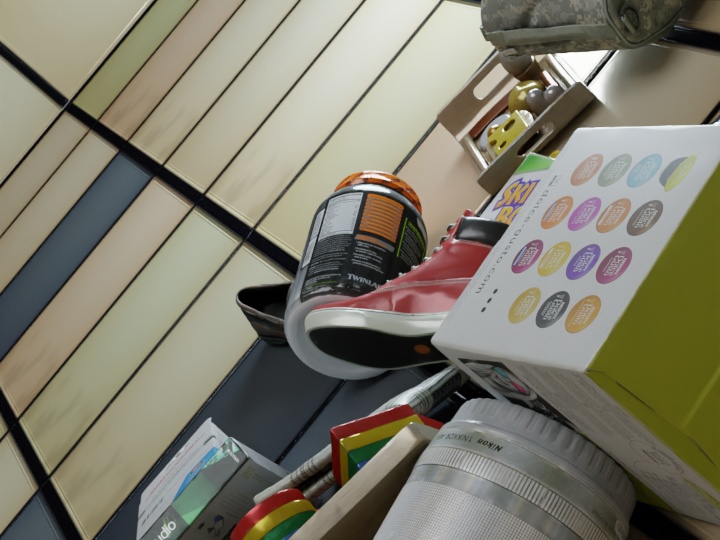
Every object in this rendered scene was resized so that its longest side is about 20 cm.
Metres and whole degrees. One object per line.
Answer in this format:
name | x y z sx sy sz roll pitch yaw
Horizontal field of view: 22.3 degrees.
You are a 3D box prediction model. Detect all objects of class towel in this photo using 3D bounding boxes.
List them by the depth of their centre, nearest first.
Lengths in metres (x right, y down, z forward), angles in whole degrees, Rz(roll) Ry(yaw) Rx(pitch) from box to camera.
towel | -0.002 0.150 1.590 0.200 0.035 0.192 -40 -5 23

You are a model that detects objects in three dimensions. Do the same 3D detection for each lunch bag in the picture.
lunch bag | 0.225 -0.287 1.807 0.199 0.140 0.168 5 51 51

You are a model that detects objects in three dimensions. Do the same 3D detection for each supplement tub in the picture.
supplement tub | 0.000 0.000 1.816 0.122 0.122 0.201 -32 27 35

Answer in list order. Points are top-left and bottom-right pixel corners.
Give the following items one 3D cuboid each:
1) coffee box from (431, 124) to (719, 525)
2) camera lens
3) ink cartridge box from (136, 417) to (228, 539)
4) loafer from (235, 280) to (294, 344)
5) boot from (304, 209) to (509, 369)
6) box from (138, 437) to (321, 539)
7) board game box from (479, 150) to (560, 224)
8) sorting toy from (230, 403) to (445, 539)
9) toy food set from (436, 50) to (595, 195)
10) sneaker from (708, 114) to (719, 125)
coffee box | 0.215 0.037 1.271 0.200 0.200 0.197 -55 24 -14
camera lens | 0.087 0.212 1.282 0.160 0.160 0.201 -6 48 58
ink cartridge box | -0.158 0.223 1.797 0.116 0.068 0.200 -48 9 1
loafer | -0.069 0.040 1.953 0.200 0.063 0.072 -11 43 56
boot | 0.051 0.012 1.684 0.199 0.073 0.145 -4 55 21
box | -0.140 0.254 1.657 0.200 0.144 0.036 -50 55 0
board game box | 0.141 -0.038 1.746 0.200 0.030 0.095 -50 23 -7
sorting toy | -0.001 0.186 1.437 0.200 0.199 0.070 -45 64 10
toy food set | 0.152 -0.171 1.884 0.143 0.060 0.200 -45 23 10
sneaker | 0.267 -0.056 1.504 0.200 0.075 0.085 -38 18 4
